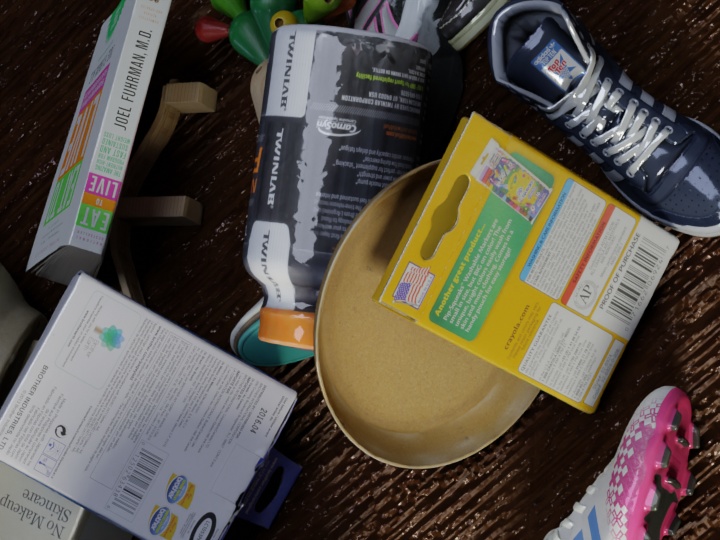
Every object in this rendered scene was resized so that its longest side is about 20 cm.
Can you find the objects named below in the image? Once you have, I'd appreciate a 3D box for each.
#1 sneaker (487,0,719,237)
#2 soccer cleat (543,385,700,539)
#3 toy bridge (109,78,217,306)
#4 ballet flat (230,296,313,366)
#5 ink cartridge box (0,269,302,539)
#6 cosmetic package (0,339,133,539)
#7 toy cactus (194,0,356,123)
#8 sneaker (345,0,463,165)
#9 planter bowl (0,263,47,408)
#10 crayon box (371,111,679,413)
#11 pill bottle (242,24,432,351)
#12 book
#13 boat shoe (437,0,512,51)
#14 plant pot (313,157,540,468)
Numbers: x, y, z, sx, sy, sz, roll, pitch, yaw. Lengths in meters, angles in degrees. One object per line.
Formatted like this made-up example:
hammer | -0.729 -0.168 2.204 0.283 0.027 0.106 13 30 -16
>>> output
sneaker | 0.157 -0.100 1.297 0.070 0.108 0.200 -49 59 8
soccer cleat | 0.145 0.163 1.252 0.086 0.070 0.201 11 82 30
toy bridge | -0.149 -0.044 1.497 0.067 0.027 0.201 -1 75 30
ballet flat | 0.000 0.000 1.389 0.199 0.069 0.070 -28 64 15
ink cartridge box | -0.134 0.107 1.365 0.199 0.076 0.137 30 86 -7
cosmetic package | -0.214 0.163 1.448 0.103 0.073 0.201 19 85 31
toy cactus | -0.064 -0.164 1.435 0.200 0.102 0.166 6 104 54
sneaker | 0.025 -0.157 1.417 0.086 0.080 0.201 10 72 41
planter bowl | -0.308 0.063 1.475 0.134 0.200 0.201 23 87 4
crayon box | 0.093 -0.007 1.252 0.051 0.200 0.126 26 88 51
pill bottle | -0.018 -0.049 1.301 0.106 0.106 0.201 7 89 30
book | -0.181 -0.097 1.466 0.134 0.048 0.201 150 135 -69
boat shoe | 0.095 -0.237 1.368 0.201 0.065 0.073 -61 14 -22
plant pot | 0.048 0.024 1.279 0.027 0.200 0.201 24 88 51
